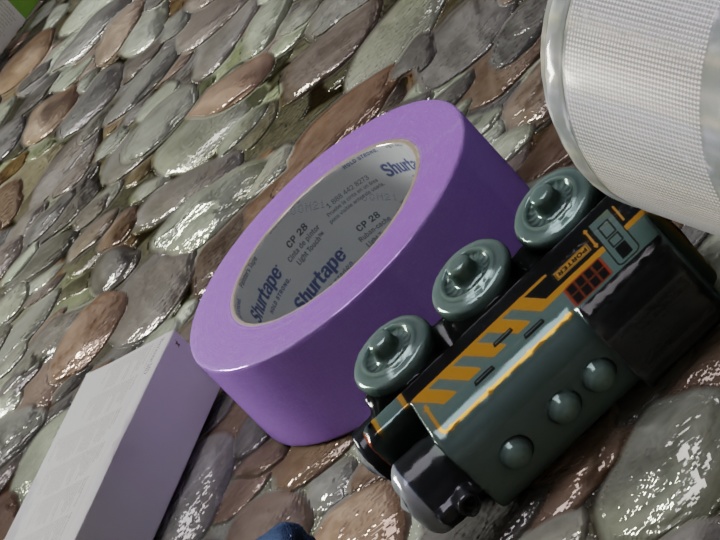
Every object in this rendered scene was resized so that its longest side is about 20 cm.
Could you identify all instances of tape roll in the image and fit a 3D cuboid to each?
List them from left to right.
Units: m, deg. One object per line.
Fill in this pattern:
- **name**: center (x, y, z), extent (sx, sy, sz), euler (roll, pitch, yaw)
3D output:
- **tape roll**: center (0.000, 0.000, 1.500), extent (0.200, 0.066, 0.201), euler (-36, 24, 19)

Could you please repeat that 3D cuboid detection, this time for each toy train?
- **toy train**: center (0.081, 0.036, 1.279), extent (0.200, 0.085, 0.114), euler (-43, 31, 5)

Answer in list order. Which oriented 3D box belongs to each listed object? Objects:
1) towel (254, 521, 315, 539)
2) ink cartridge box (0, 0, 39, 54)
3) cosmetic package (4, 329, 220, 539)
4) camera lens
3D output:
- **towel**: center (-0.092, 0.210, 1.309), extent (0.200, 0.049, 0.112), euler (-39, 23, 15)
- **ink cartridge box**: center (-0.402, -0.230, 2.502), extent (0.076, 0.148, 0.201), euler (-19, 32, 48)
- **cosmetic package**: center (-0.148, 0.130, 1.545), extent (0.082, 0.051, 0.201), euler (-28, 27, 39)
- **camera lens**: center (0.187, -0.088, 1.162), extent (0.160, 0.160, 0.200), euler (-50, 37, -14)
